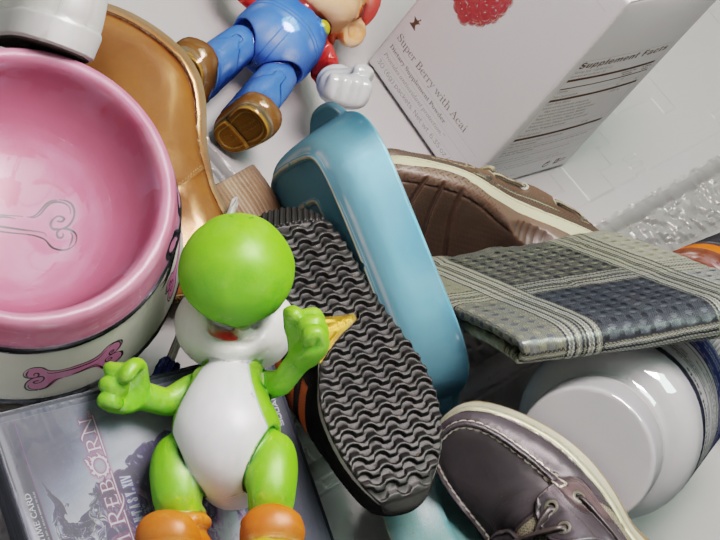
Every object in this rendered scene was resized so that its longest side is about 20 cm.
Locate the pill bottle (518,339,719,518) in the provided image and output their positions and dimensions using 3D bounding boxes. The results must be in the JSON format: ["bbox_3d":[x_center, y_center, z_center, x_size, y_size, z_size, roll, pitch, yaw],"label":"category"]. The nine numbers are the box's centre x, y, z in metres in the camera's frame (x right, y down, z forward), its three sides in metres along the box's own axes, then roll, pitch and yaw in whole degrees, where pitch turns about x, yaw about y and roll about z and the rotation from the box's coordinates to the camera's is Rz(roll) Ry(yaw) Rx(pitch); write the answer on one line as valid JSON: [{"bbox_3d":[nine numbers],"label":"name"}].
[{"bbox_3d":[0.157,0.086,1.538,0.111,0.111,0.200,46,21,5],"label":"pill bottle"}]

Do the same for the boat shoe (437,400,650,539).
[{"bbox_3d":[0.114,0.155,1.424,0.200,0.072,0.065,47,22,3],"label":"boat shoe"}]

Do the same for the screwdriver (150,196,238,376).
[{"bbox_3d":[-0.100,0.037,1.440,0.028,0.029,0.200,36,60,-24],"label":"screwdriver"}]

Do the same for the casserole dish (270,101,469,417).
[{"bbox_3d":[0.000,0.000,1.514,0.039,0.121,0.200,-22,88,-25],"label":"casserole dish"}]

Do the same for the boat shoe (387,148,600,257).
[{"bbox_3d":[0.075,-0.035,1.664,0.202,0.075,0.075,25,28,-28],"label":"boat shoe"}]

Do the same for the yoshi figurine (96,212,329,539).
[{"bbox_3d":[-0.071,0.053,1.349,0.112,0.112,0.200,20,58,-32],"label":"yoshi figurine"}]

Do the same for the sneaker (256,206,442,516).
[{"bbox_3d":[-0.014,0.063,1.468,0.070,0.090,0.200,-16,62,-22],"label":"sneaker"}]

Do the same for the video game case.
[{"bbox_3d":[-0.103,0.127,1.378,0.200,0.019,0.143,-12,80,-45],"label":"video game case"}]

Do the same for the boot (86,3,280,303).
[{"bbox_3d":[-0.151,-0.064,1.502,0.200,0.074,0.155,48,44,12],"label":"boot"}]

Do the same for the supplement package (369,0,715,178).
[{"bbox_3d":[0.124,-0.166,1.710,0.120,0.200,0.121,-16,65,-46],"label":"supplement package"}]

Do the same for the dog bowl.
[{"bbox_3d":[-0.187,-0.033,1.387,0.200,0.074,0.200,6,65,-13],"label":"dog bowl"}]

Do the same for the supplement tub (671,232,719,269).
[{"bbox_3d":[0.252,0.026,1.714,0.200,0.107,0.107,-19,68,-46],"label":"supplement tub"}]

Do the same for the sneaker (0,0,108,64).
[{"bbox_3d":[-0.186,-0.166,1.475,0.073,0.200,0.085,18,88,-29],"label":"sneaker"}]

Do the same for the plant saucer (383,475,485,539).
[{"bbox_3d":[0.101,0.168,1.493,0.200,0.027,0.200,29,28,-17],"label":"plant saucer"}]

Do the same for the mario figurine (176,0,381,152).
[{"bbox_3d":[-0.041,-0.170,1.651,0.200,0.106,0.124,-53,128,-43],"label":"mario figurine"}]

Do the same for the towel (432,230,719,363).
[{"bbox_3d":[0.128,0.019,1.536,0.192,0.035,0.200,-8,16,-25],"label":"towel"}]
